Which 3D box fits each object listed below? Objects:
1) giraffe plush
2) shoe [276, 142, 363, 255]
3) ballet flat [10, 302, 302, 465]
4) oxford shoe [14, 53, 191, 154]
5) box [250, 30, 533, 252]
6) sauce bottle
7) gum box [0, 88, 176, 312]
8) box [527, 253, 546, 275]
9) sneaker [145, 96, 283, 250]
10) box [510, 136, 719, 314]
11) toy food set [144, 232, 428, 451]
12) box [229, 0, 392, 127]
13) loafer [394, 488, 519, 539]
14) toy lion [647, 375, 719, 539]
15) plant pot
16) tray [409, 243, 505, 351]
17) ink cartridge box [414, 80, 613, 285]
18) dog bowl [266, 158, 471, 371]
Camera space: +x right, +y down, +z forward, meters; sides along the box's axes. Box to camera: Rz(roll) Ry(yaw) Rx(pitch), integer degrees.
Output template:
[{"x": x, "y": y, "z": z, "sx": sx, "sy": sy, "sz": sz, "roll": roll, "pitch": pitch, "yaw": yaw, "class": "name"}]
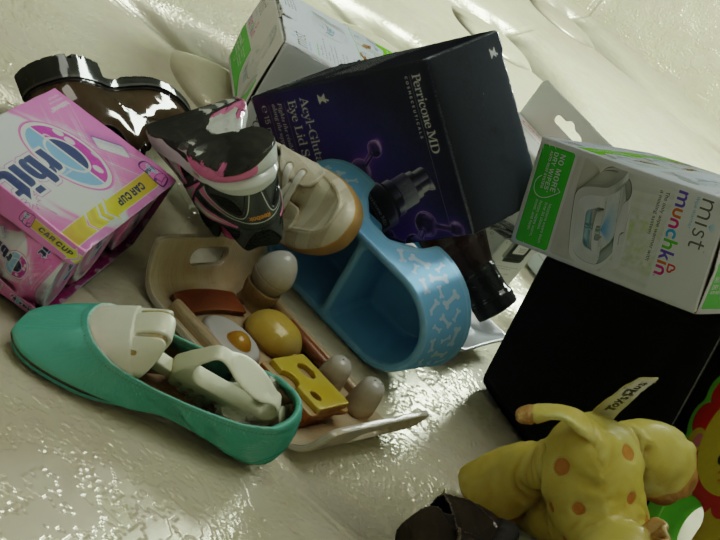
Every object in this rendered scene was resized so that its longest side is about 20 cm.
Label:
[{"x": 0.174, "y": 0.191, "z": 1.181, "sx": 0.172, "sy": 0.200, "sz": 0.163, "roll": -1, "pitch": 61, "yaw": -13, "class": "giraffe plush"}, {"x": -0.076, "y": -0.068, "z": 1.312, "sx": 0.200, "sy": 0.070, "sz": 0.053, "roll": 30, "pitch": 3, "yaw": 43, "class": "shoe"}, {"x": -0.120, "y": 0.059, "z": 1.060, "sx": 0.200, "sy": 0.070, "sz": 0.067, "roll": 28, "pitch": 37, "yaw": -24, "class": "ballet flat"}, {"x": -0.195, "y": -0.110, "z": 1.324, "sx": 0.200, "sy": 0.073, "sz": 0.085, "roll": 2, "pitch": 66, "yaw": -62, "class": "oxford shoe"}, {"x": 0.029, "y": -0.103, "z": 1.382, "sx": 0.104, "sy": 0.200, "sz": 0.148, "roll": -27, "pitch": 104, "yaw": -46, "class": "box"}, {"x": 0.073, "y": -0.049, "z": 1.495, "sx": 0.200, "sy": 0.066, "sz": 0.066, "roll": 59, "pitch": 20, "yaw": -6, "class": "sauce bottle"}, {"x": -0.215, "y": -0.048, "z": 1.136, "sx": 0.113, "sy": 0.066, "sz": 0.200, "roll": 37, "pitch": 20, "yaw": -1, "class": "gum box"}, {"x": 0.211, "y": -0.046, "z": 1.872, "sx": 0.156, "sy": 0.041, "sz": 0.200, "roll": 16, "pitch": 31, "yaw": -44, "class": "box"}, {"x": -0.105, "y": -0.067, "z": 1.237, "sx": 0.200, "sy": 0.080, "sz": 0.087, "roll": -126, "pitch": -159, "yaw": -67, "class": "sneaker"}, {"x": 0.255, "y": -0.037, "z": 1.360, "sx": 0.176, "sy": 0.097, "sz": 0.200, "roll": 24, "pitch": 13, "yaw": 33, "class": "box"}, {"x": -0.051, "y": 0.047, "z": 1.218, "sx": 0.200, "sy": 0.060, "sz": 0.143, "roll": 45, "pitch": 22, "yaw": 20, "class": "toy food set"}, {"x": -0.027, "y": -0.174, "z": 1.612, "sx": 0.176, "sy": 0.097, "sz": 0.200, "roll": 26, "pitch": 19, "yaw": -18, "class": "box"}, {"x": 0.047, "y": 0.195, "z": 1.076, "sx": 0.071, "sy": 0.073, "sz": 0.200, "roll": 35, "pitch": 12, "yaw": 7, "class": "loafer"}, {"x": 0.286, "y": 0.168, "z": 1.284, "sx": 0.069, "sy": 0.200, "sz": 0.192, "roll": 27, "pitch": 38, "yaw": -24, "class": "toy lion"}, {"x": 0.227, "y": 0.083, "z": 1.443, "sx": 0.177, "sy": 0.200, "sz": 0.200, "roll": 33, "pitch": 17, "yaw": 24, "class": "plant pot"}, {"x": 0.040, "y": 0.005, "z": 1.510, "sx": 0.200, "sy": 0.022, "sz": 0.107, "roll": 45, "pitch": 23, "yaw": 17, "class": "tray"}, {"x": 0.131, "y": -0.076, "z": 1.575, "sx": 0.068, "sy": 0.200, "sz": 0.116, "roll": 9, "pitch": 35, "yaw": -52, "class": "ink cartridge box"}, {"x": 0.000, "y": 0.000, "z": 1.341, "sx": 0.200, "sy": 0.112, "sz": 0.050, "roll": 45, "pitch": 40, "yaw": 18, "class": "dog bowl"}]
